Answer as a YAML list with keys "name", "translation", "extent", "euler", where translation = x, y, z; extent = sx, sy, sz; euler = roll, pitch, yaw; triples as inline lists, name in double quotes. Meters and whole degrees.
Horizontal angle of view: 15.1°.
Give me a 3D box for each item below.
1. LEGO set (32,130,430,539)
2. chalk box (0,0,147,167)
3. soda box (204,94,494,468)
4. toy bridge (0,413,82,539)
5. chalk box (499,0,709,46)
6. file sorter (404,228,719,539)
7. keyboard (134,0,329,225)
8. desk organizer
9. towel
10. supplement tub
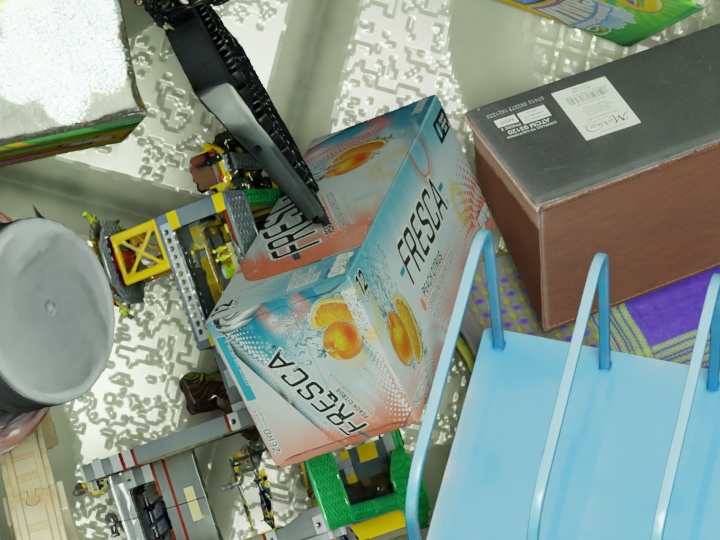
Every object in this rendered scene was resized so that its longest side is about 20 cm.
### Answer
- name: "LEGO set"
  translation: [-0.065, 0.052, 1.151]
  extent: [0.116, 0.154, 0.200]
  euler: [-20, 93, 20]
- name: "chalk box"
  translation: [-0.202, -0.098, 1.138]
  extent: [0.200, 0.124, 0.125]
  euler: [-11, 90, -9]
- name: "soda box"
  translation: [0.000, 0.000, 1.100]
  extent: [0.063, 0.200, 0.068]
  euler: [-19, 108, 19]
- name: "toy bridge"
  translation: [-0.126, 0.113, 1.106]
  extent: [0.027, 0.200, 0.067]
  euler: [-15, 134, -5]
- name: "chalk box"
  translation: [0.103, -0.179, 1.196]
  extent: [0.200, 0.124, 0.125]
  euler: [20, 83, -9]
- name: "file sorter"
  translation: [0.127, 0.078, 1.062]
  extent: [0.200, 0.123, 0.139]
  euler: [11, 63, 11]
- name: "keyboard"
  translation: [-0.051, -0.093, 1.114]
  extent: [0.040, 0.200, 0.104]
  euler: [-41, 114, 4]
- name: "desk organizer"
  translation: [0.151, -0.052, 1.200]
  extent: [0.200, 0.072, 0.077]
  euler: [-20, 135, -15]
- name: "towel"
  translation: [0.137, 0.027, 1.200]
  extent: [0.200, 0.023, 0.144]
  euler: [-14, 51, -12]
- name: "supplement tub"
  translation: [-0.189, 0.029, 1.067]
  extent: [0.107, 0.200, 0.107]
  euler: [16, 69, -47]
